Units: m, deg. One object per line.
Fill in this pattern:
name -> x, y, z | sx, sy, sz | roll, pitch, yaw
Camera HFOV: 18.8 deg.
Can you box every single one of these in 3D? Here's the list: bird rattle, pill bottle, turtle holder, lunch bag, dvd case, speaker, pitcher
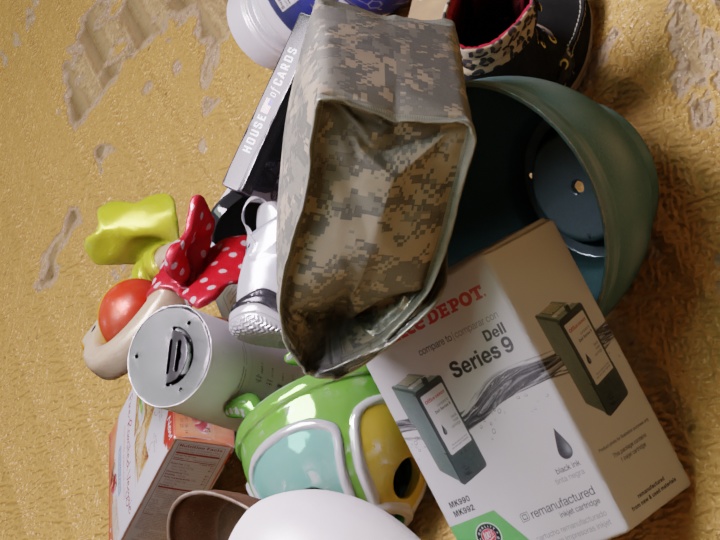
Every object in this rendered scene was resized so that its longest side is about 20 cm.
bird rattle -> -0.160, 0.022, 1.758 | 0.163, 0.113, 0.200 | -55, 27, -4
pill bottle -> -0.026, -0.263, 1.939 | 0.200, 0.119, 0.120 | -32, 44, 43
turtle holder -> 0.000, 0.133, 1.629 | 0.185, 0.141, 0.132 | -24, 63, 6
lunch bag -> 0.002, -0.047, 1.396 | 0.164, 0.117, 0.201 | -93, 15, -61
dvd case -> -0.027, -0.109, 1.771 | 0.025, 0.200, 0.151 | 24, 88, 28
speaker -> -0.095, 0.086, 1.707 | 0.081, 0.200, 0.082 | -9, 73, 30
pitcher -> 0.010, 0.242, 1.457 | 0.199, 0.172, 0.121 | 19, 40, 29

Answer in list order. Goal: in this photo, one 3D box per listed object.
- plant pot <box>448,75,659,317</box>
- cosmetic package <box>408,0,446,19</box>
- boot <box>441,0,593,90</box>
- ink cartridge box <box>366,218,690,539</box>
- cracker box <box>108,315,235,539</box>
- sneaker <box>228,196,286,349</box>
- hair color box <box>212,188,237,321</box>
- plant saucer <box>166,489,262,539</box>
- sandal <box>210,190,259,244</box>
plant pot -> 0.124, -0.046, 1.507 | 0.200, 0.134, 0.201 | 16, 116, 36
cosmetic package -> 0.081, -0.144, 1.729 | 0.105, 0.071, 0.201 | -8, 62, 46
boot -> 0.115, -0.176, 1.602 | 0.073, 0.151, 0.200 | 22, 60, 22
ink cartridge box -> 0.101, 0.088, 1.428 | 0.146, 0.084, 0.201 | -30, 87, 44
cracker box -> -0.166, 0.147, 1.869 | 0.200, 0.057, 0.134 | 121, 153, -45
sneaker -> 0.000, 0.000, 1.630 | 0.075, 0.199, 0.115 | 139, 132, -71
hair color box -> -0.079, -0.001, 1.892 | 0.099, 0.060, 0.200 | -54, 34, 19
plant saucer -> -0.063, 0.239, 1.620 | 0.037, 0.201, 0.200 | -38, 16, -33
sandal -> -0.045, -0.076, 1.842 | 0.045, 0.075, 0.200 | 36, 61, 27
